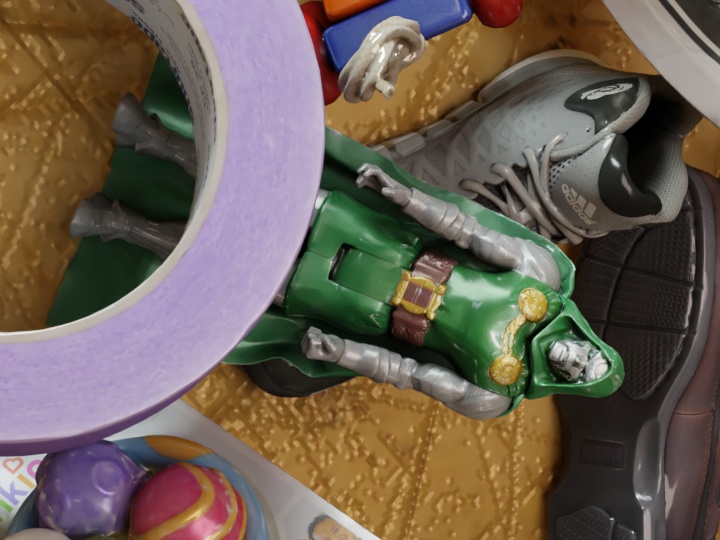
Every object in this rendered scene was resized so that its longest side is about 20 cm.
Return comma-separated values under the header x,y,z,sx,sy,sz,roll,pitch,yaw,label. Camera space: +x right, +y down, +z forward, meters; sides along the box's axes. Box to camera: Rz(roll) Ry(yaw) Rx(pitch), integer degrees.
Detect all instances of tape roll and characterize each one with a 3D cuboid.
x,y,z,sx,sy,sz,roll,pitch,yaw,label
-0.114,-0.041,0.898,0.200,0.085,0.200,1,84,-7,tape roll

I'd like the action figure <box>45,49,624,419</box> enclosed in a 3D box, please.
x,y,z,sx,sy,sz,roll,pitch,yaw,label
0.000,0.000,0.976,0.200,0.055,0.118,21,92,4,action figure

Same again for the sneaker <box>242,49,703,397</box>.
x,y,z,sx,sy,sz,roll,pitch,yaw,label
0.049,-0.022,1.023,0.200,0.115,0.075,-39,112,-24,sneaker

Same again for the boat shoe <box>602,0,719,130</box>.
x,y,z,sx,sy,sz,roll,pitch,yaw,label
0.128,-0.118,1.033,0.200,0.071,0.072,51,20,15,boat shoe

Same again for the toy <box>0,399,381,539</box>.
x,y,z,sx,sy,sz,roll,pitch,yaw,label
-0.065,0.100,0.923,0.115,0.200,0.047,-46,155,-21,toy

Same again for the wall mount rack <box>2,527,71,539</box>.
x,y,z,sx,sy,sz,roll,pitch,yaw,label
-0.166,0.169,0.888,0.075,0.174,0.200,23,81,-50,wall mount rack

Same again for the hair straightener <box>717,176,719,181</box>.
x,y,z,sx,sy,sz,roll,pitch,yaw,label
0.163,0.033,1.113,0.041,0.077,0.200,-48,141,-44,hair straightener

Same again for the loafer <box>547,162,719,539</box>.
x,y,z,sx,sy,sz,roll,pitch,yaw,label
0.119,0.054,1.106,0.063,0.072,0.200,2,99,-45,loafer

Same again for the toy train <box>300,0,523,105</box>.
x,y,z,sx,sy,sz,roll,pitch,yaw,label
-0.004,-0.123,0.949,0.085,0.200,0.116,-24,97,6,toy train
